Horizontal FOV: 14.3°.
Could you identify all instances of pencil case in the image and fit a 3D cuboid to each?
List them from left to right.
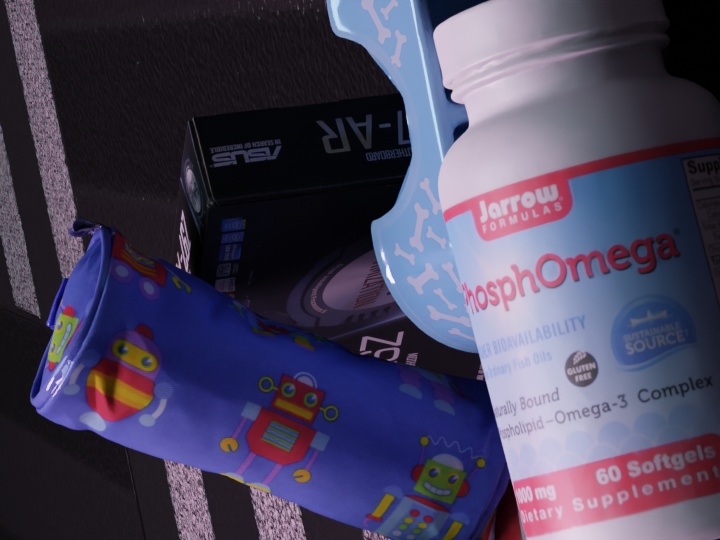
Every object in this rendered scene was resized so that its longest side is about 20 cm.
[{"bbox_3d":[-0.037,0.050,1.150,0.078,0.200,0.087,-65,17,8],"label":"pencil case"}]

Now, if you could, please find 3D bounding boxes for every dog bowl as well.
[{"bbox_3d":[0.055,-0.066,1.098,0.050,0.111,0.200,0,103,60],"label":"dog bowl"}]

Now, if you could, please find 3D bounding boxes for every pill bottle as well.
[{"bbox_3d":[0.090,0.000,1.020,0.109,0.109,0.200,149,107,-73],"label":"pill bottle"}]

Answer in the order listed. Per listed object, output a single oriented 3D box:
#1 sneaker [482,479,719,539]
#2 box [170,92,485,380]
[{"bbox_3d":[0.103,0.135,1.120,0.200,0.071,0.113,-109,29,-45],"label":"sneaker"},{"bbox_3d":[0.000,0.000,1.226,0.200,0.160,0.044,103,155,-55],"label":"box"}]
